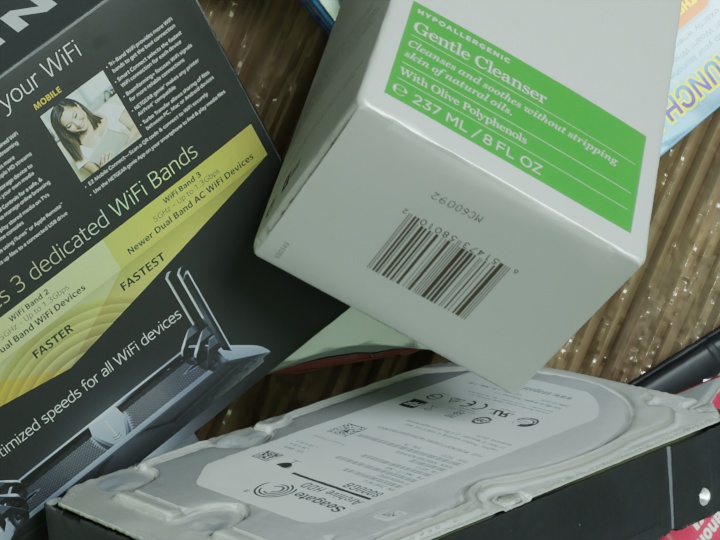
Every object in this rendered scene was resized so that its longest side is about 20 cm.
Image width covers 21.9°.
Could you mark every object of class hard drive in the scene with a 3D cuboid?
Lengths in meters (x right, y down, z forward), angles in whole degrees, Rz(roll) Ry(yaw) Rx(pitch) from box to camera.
[{"bbox_3d":[0.013,0.076,0.623,0.199,0.139,0.038,-17,106,-36],"label":"hard drive"}]

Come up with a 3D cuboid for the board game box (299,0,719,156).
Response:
[{"bbox_3d":[0.079,-0.140,0.771,0.200,0.056,0.196,-39,98,-2],"label":"board game box"}]

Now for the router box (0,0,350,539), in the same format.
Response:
[{"bbox_3d":[-0.116,0.007,0.614,0.199,0.052,0.158,-38,129,-14],"label":"router box"}]

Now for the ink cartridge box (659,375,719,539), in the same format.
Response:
[{"bbox_3d":[0.143,0.159,0.750,0.201,0.145,0.083,51,50,-7],"label":"ink cartridge box"}]

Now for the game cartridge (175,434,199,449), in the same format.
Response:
[{"bbox_3d":[-0.117,0.080,0.733,0.040,0.133,0.201,-25,98,29],"label":"game cartridge"}]

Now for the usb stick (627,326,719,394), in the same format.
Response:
[{"bbox_3d":[0.198,0.030,0.810,0.199,0.033,0.056,-32,90,-3],"label":"usb stick"}]

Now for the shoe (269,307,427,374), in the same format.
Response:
[{"bbox_3d":[0.000,0.000,0.749,0.198,0.091,0.072,-13,98,2],"label":"shoe"}]

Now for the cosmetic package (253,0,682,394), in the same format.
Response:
[{"bbox_3d":[0.045,-0.072,0.644,0.107,0.085,0.201,27,46,-12],"label":"cosmetic package"}]
